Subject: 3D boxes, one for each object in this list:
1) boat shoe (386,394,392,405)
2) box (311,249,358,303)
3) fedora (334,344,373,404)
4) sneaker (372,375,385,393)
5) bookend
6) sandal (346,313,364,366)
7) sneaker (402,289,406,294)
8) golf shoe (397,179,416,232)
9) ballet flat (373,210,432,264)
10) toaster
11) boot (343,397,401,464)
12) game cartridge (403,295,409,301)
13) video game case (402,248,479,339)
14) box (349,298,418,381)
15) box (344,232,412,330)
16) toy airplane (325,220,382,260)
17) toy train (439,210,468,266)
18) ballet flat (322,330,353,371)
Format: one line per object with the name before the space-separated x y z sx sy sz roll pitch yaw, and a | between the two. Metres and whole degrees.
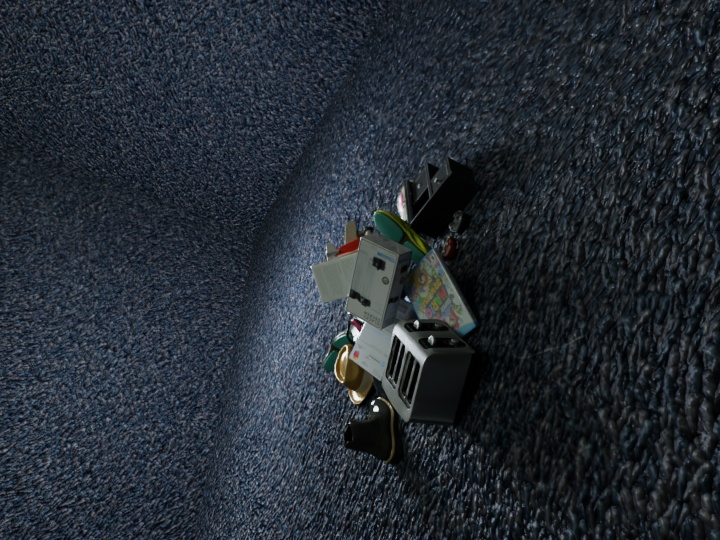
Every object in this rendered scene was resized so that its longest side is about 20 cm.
boat shoe | 0.112 0.230 1.358 0.074 0.075 0.202 17 105 42
box | 0.000 0.000 1.540 0.199 0.152 0.107 -16 94 36
fedora | -0.020 0.273 1.647 0.201 0.081 0.202 -49 33 47
sneaker | 0.064 0.235 1.539 0.082 0.070 0.201 86 -176 -59
bookend | 0.208 -0.227 1.537 0.200 0.092 0.200 -51 27 39
sandal | -0.011 0.175 1.604 0.075 0.045 0.201 -59 27 33
sneaker | 0.145 0.055 1.410 0.200 0.074 0.085 -6 94 60
golf shoe | 0.147 -0.163 1.675 0.092 0.072 0.202 7 87 63
ballet flat | 0.118 -0.085 1.487 0.067 0.200 0.067 -41 -7 -41
toaster | 0.137 0.215 1.223 0.181 0.118 0.201 -131 51 -66
boot | 0.016 0.364 1.403 0.078 0.138 0.200 -62 21 17
game cartridge | 0.132 0.139 1.471 0.134 0.040 0.201 -51 27 32
video game case | 0.173 0.072 1.310 0.143 0.018 0.201 -49 59 44
box | 0.061 0.160 1.464 0.156 0.041 0.201 25 91 55
box | 0.041 0.026 1.384 0.116 0.060 0.201 28 118 28
toy airplane | -0.014 -0.050 1.876 0.199 0.141 0.201 26 80 39
toy train | 0.218 -0.050 1.435 0.046 0.034 0.201 32 102 59
ballet flat | -0.063 0.239 1.846 0.200 0.068 0.075 -57 8 36
